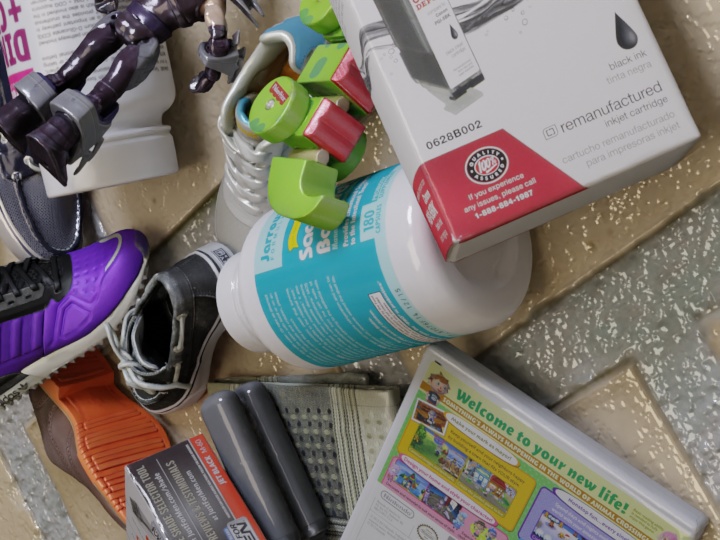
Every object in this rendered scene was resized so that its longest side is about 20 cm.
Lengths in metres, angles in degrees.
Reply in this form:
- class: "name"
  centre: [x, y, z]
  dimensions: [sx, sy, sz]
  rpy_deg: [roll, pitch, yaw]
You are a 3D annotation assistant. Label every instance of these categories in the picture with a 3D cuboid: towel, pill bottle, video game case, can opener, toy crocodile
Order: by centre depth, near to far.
- class: "toy crocodile"
  centre: [-0.008, -0.119, 0.985]
  dimensions: [0.062, 0.067, 0.200]
  rpy_deg: [3, 65, 51]
- class: "video game case"
  centre: [0.091, 0.169, 1.027]
  dimensions: [0.200, 0.022, 0.182]
  rpy_deg: [34, 117, 22]
- class: "pill bottle"
  centre: [0.000, 0.000, 1.028]
  dimensions: [0.200, 0.111, 0.111]
  rpy_deg: [-17, 89, 42]
- class: "can opener"
  centre: [-0.059, 0.178, 1.127]
  dimensions: [0.067, 0.053, 0.200]
  rpy_deg: [-34, 77, 43]
- class: "towel"
  centre: [-0.022, 0.166, 1.150]
  dimensions: [0.192, 0.035, 0.200]
  rpy_deg: [-1, 102, 45]
- class: "pill bottle"
  centre: [-0.193, -0.157, 1.158]
  dimensions: [0.113, 0.113, 0.200]
  rpy_deg: [-8, 95, 42]

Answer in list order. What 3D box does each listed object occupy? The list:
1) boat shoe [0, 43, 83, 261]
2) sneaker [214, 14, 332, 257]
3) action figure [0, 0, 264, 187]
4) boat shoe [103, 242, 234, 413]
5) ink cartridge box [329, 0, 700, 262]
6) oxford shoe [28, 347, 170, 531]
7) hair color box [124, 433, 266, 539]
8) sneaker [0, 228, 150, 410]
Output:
- class: "boat shoe"
  centre: [-0.240, -0.100, 1.240]
  dimensions: [0.093, 0.075, 0.200]
  rpy_deg: [-22, 86, 48]
- class: "sneaker"
  centre: [-0.061, -0.084, 1.082]
  dimensions: [0.077, 0.081, 0.200]
  rpy_deg: [40, 125, 25]
- class: "action figure"
  centre: [-0.147, -0.149, 1.062]
  dimensions: [0.130, 0.069, 0.200]
  rpy_deg: [38, 79, 26]
- class: "boat shoe"
  centre: [-0.141, 0.053, 1.172]
  dimensions: [0.074, 0.068, 0.199]
  rpy_deg: [59, 147, 11]
- class: "ink cartridge box"
  centre: [0.074, -0.126, 0.902]
  dimensions: [0.147, 0.083, 0.200]
  rpy_deg: [-24, 83, -2]
- class: "oxford shoe"
  centre: [-0.199, 0.136, 1.267]
  dimensions: [0.200, 0.071, 0.073]
  rpy_deg: [54, 137, 37]
- class: "hair color box"
  centre: [-0.114, 0.218, 1.159]
  dimensions: [0.111, 0.064, 0.200]
  rpy_deg: [55, 156, 29]
- class: "sneaker"
  centre: [-0.248, 0.025, 1.217]
  dimensions: [0.200, 0.100, 0.070]
  rpy_deg: [-37, 33, 16]
